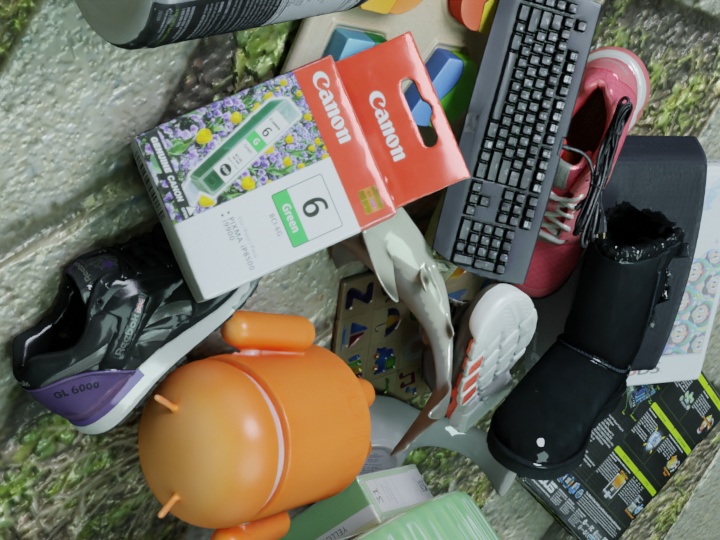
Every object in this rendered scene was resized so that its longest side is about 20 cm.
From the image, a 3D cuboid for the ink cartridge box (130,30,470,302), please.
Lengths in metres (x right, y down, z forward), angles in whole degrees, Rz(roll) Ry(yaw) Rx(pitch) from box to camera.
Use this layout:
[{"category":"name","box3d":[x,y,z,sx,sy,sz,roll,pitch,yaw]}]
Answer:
[{"category":"ink cartridge box","box3d":[-0.032,-0.069,1.029,0.199,0.050,0.110,-24,92,-12]}]

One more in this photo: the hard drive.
[{"category":"hard drive","box3d":[0.208,-0.008,1.319,0.134,0.042,0.202,-2,114,-29]}]

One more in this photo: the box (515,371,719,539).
[{"category":"box","box3d":[0.235,0.148,1.513,0.194,0.047,0.200,-50,139,-5]}]

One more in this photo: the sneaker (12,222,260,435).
[{"category":"sneaker","box3d":[-0.137,0.011,1.048,0.200,0.076,0.088,-50,134,-2]}]

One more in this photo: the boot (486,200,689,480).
[{"category":"boot","box3d":[0.169,0.047,1.211,0.198,0.073,0.164,-32,144,-54]}]

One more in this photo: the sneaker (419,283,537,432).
[{"category":"sneaker","box3d":[0.071,0.054,1.221,0.077,0.082,0.200,-37,162,-21]}]

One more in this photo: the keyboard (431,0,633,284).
[{"category":"keyboard","box3d":[0.130,-0.088,1.138,0.126,0.021,0.202,12,99,-19]}]

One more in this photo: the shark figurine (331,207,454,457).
[{"category":"shark figurine","box3d":[0.016,0.009,1.157,0.128,0.089,0.216,-41,108,-44]}]

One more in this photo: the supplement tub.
[{"category":"supplement tub","box3d":[-0.060,-0.199,0.925,0.199,0.122,0.124,-17,130,-34]}]

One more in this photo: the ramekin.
[{"category":"ramekin","box3d":[0.023,0.243,1.183,0.199,0.098,0.200,-29,165,-8]}]

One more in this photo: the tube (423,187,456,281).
[{"category":"tube","box3d":[0.089,-0.071,1.210,0.058,0.052,0.201,20,104,-28]}]

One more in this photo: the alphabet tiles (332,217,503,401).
[{"category":"alphabet tiles","box3d":[0.060,0.027,1.290,0.199,0.006,0.168,-17,129,-34]}]

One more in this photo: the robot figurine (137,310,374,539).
[{"category":"robot figurine","box3d":[-0.072,0.110,1.134,0.199,0.117,0.144,-8,142,-53]}]

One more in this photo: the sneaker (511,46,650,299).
[{"category":"sneaker","box3d":[0.146,-0.069,1.216,0.087,0.073,0.202,-36,148,-67]}]

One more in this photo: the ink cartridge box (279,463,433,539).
[{"category":"ink cartridge box","box3d":[-0.045,0.204,1.205,0.145,0.048,0.200,-36,163,22]}]

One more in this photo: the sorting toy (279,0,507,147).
[{"category":"sorting toy","box3d":[0.039,-0.163,1.108,0.184,0.036,0.201,3,116,-44]}]

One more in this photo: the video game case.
[{"category":"video game case","box3d":[0.232,0.005,1.381,0.181,0.024,0.202,-3,114,-29]}]

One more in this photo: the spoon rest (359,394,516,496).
[{"category":"spoon rest","box3d":[0.033,0.144,1.321,0.198,0.061,0.100,10,120,-32]}]
